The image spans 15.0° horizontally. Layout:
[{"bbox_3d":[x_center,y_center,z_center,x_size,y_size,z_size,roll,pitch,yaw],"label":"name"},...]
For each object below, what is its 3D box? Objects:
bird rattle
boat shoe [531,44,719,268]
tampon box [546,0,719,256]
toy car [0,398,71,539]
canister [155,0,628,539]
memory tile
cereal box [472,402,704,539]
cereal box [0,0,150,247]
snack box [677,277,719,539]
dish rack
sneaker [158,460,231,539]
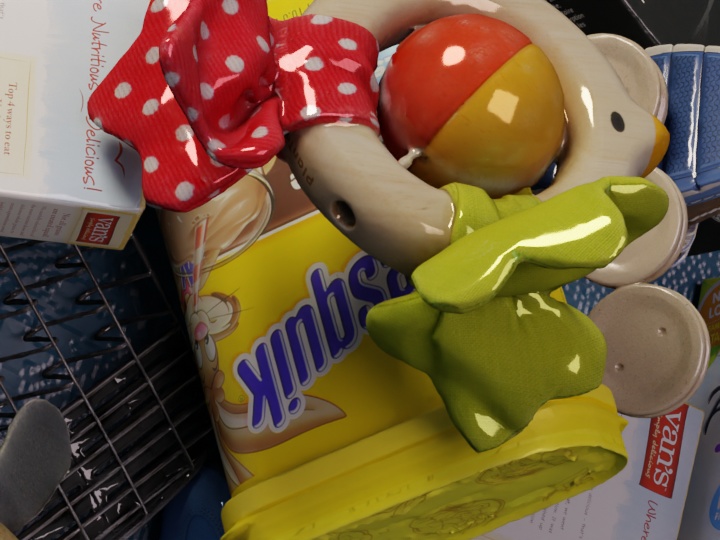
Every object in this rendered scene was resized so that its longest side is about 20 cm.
[{"bbox_3d":[0.017,-0.043,0.928,0.200,0.113,0.163,36,48,17],"label":"bird rattle"},{"bbox_3d":[0.103,-0.037,1.107,0.072,0.199,0.073,38,54,-40],"label":"boat shoe"},{"bbox_3d":[0.127,-0.127,1.174,0.200,0.126,0.150,50,59,-18],"label":"tampon box"},{"bbox_3d":[-0.168,0.121,0.916,0.200,0.157,0.165,-27,121,-45],"label":"toy car"},{"bbox_3d":[0.000,0.000,1.012,0.086,0.148,0.201,23,47,-61],"label":"canister"},{"bbox_3d":[0.031,-0.001,1.056,0.017,0.199,0.154,27,51,-66],"label":"memory tile"},{"bbox_3d":[0.049,0.093,1.142,0.199,0.039,0.145,26,70,-30],"label":"cereal box"},{"bbox_3d":[-0.172,-0.090,0.953,0.199,0.040,0.145,8,64,-15],"label":"cereal box"},{"bbox_3d":[0.206,0.098,1.173,0.067,0.168,0.201,26,69,-33],"label":"snack box"},{"bbox_3d":[-0.142,0.017,1.013,0.153,0.054,0.201,-36,106,-31],"label":"dish rack"},{"bbox_3d":[-0.066,0.173,1.036,0.078,0.066,0.202,0,84,-31],"label":"sneaker"}]
